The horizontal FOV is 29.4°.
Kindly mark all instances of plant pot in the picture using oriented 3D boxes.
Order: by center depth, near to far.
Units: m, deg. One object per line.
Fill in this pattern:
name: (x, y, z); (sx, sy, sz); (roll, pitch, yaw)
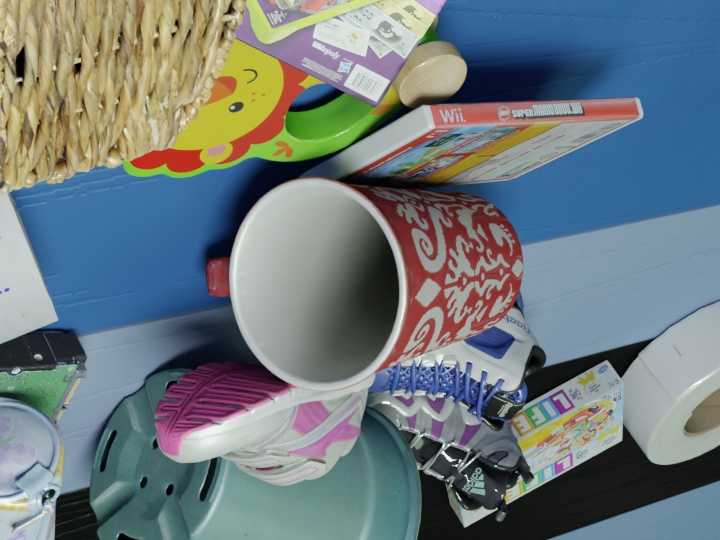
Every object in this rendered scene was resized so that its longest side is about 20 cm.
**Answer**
plant pot: (-0.089, 0.174, 1.065); (0.200, 0.200, 0.196); (-44, 139, 17)

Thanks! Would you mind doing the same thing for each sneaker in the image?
sneaker: (-0.056, 0.107, 0.927); (0.200, 0.081, 0.088); (-10, 107, -49)
sneaker: (0.077, 0.077, 1.133); (0.199, 0.115, 0.081); (-13, 142, -28)
sneaker: (0.083, 0.170, 1.234); (0.200, 0.140, 0.078); (0, 136, -41)

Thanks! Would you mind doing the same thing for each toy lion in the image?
toy lion: (-0.061, -0.117, 0.818); (0.192, 0.069, 0.200); (-37, 148, 19)

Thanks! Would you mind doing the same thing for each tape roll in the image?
tape roll: (0.373, 0.120, 1.482); (0.202, 0.071, 0.203); (-22, 146, -16)

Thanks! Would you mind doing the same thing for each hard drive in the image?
hard drive: (-0.297, 0.099, 0.918); (0.200, 0.038, 0.140); (0, 135, -40)

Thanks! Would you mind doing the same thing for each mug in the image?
mug: (0.006, -0.009, 0.949); (0.200, 0.177, 0.134); (-8, 125, -58)

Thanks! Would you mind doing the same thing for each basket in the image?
basket: (-0.141, -0.162, 0.625); (0.143, 0.149, 0.200); (-22, 145, -35)

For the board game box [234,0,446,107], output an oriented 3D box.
board game box: (-0.047, -0.175, 0.688); (0.200, 0.032, 0.120); (25, 124, -19)

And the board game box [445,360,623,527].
board game box: (0.182, 0.183, 1.436); (0.200, 0.034, 0.135); (-28, 148, -8)

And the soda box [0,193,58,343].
soda box: (-0.231, -0.036, 0.770); (0.068, 0.063, 0.200); (-23, 146, -12)

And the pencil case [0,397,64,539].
pencil case: (-0.247, 0.173, 0.942); (0.200, 0.091, 0.083); (108, 9, -47)

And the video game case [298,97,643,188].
video game case: (0.076, -0.085, 0.938); (0.200, 0.017, 0.143); (-8, 170, -39)
